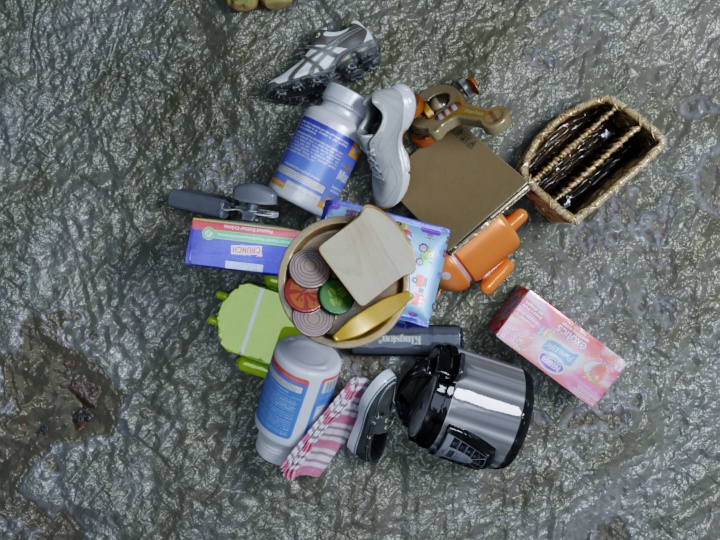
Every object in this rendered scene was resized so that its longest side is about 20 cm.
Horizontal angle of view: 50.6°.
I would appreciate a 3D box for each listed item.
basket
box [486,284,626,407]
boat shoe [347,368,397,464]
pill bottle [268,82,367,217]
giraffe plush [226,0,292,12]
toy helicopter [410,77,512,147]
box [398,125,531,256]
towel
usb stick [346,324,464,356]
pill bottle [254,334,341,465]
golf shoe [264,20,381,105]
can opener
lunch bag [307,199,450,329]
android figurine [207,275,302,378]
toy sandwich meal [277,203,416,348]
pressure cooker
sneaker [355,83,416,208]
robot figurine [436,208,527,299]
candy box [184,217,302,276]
[{"bbox_3d":[0.352,-0.184,1.213,0.200,0.149,0.143,-40,92,4],"label":"basket"},{"bbox_3d":[0.320,0.122,1.255,0.200,0.103,0.095,37,93,-2],"label":"box"},{"bbox_3d":[0.031,0.241,1.244,0.057,0.069,0.200,37,135,23],"label":"boat shoe"},{"bbox_3d":[-0.059,-0.195,1.235,0.112,0.112,0.200,27,94,-1],"label":"pill bottle"},{"bbox_3d":[-0.163,-0.537,1.205,0.172,0.200,0.162,-5,65,4],"label":"giraffe plush"},{"bbox_3d":[0.162,-0.256,1.208,0.132,0.200,0.079,-50,133,-14],"label":"toy helicopter"},{"bbox_3d":[0.148,-0.138,1.221,0.163,0.021,0.200,-41,53,3],"label":"box"},{"bbox_3d":[-0.037,0.261,1.249,0.030,0.146,0.200,40,93,23],"label":"towel"},{"bbox_3d":[0.076,0.118,1.292,0.200,0.033,0.056,1,94,1],"label":"usb stick"},{"bbox_3d":[-0.110,0.215,1.243,0.112,0.112,0.200,19,115,-1],"label":"pill bottle"},{"bbox_3d":[-0.070,-0.341,1.254,0.200,0.078,0.095,-22,76,0],"label":"golf shoe"},{"bbox_3d":[-0.220,-0.119,1.237,0.200,0.053,0.067,13,102,23],"label":"can opener"},{"bbox_3d":[0.012,-0.012,1.117,0.200,0.094,0.151,17,79,-16],"label":"lunch bag"},{"bbox_3d":[-0.157,0.092,1.289,0.200,0.041,0.182,17,95,-3],"label":"android figurine"},{"bbox_3d":[-0.015,0.009,1.043,0.205,0.070,0.206,1,82,-4],"label":"toy sandwich meal"},{"bbox_3d":[0.157,0.214,1.226,0.200,0.179,0.176,19,94,-4],"label":"pressure cooker"},{"bbox_3d":[0.027,-0.192,1.202,0.092,0.076,0.200,-17,120,-38],"label":"sneaker"},{"bbox_3d":[0.177,-0.044,1.239,0.200,0.117,0.144,-39,124,3],"label":"robot figurine"},{"bbox_3d":[-0.167,-0.037,1.202,0.169,0.200,0.077,8,94,0],"label":"candy box"}]
